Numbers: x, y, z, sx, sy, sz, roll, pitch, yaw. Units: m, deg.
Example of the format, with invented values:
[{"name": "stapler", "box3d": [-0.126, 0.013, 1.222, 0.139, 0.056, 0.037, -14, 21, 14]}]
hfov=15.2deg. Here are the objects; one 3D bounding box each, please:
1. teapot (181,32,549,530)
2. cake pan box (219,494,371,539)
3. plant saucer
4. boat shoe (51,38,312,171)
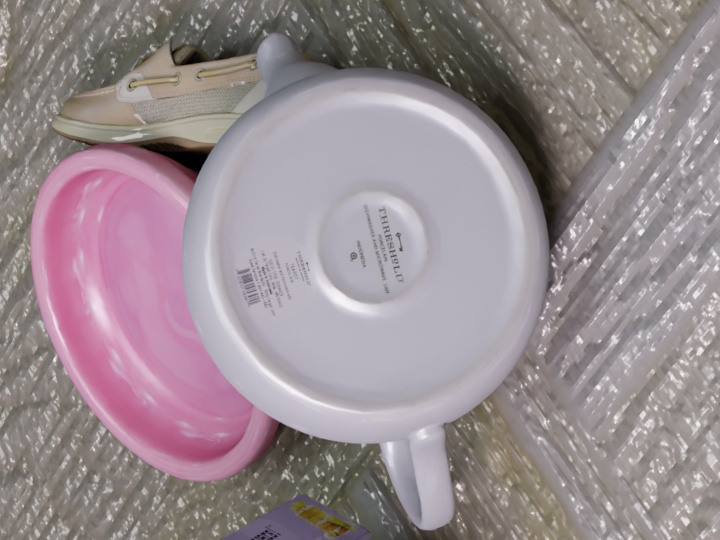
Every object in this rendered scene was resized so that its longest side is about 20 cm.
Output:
[{"name": "teapot", "box3d": [0.000, 0.000, 1.366, 0.201, 0.196, 0.146, -63, 3, -9]}, {"name": "cake pan box", "box3d": [-0.076, 0.223, 1.339, 0.052, 0.184, 0.201, 27, 105, 16]}, {"name": "plant saucer", "box3d": [-0.106, 0.019, 1.522, 0.200, 0.051, 0.202, 27, 131, 36]}, {"name": "boat shoe", "box3d": [-0.098, -0.094, 1.520, 0.199, 0.072, 0.066, 3, 82, 48]}]
